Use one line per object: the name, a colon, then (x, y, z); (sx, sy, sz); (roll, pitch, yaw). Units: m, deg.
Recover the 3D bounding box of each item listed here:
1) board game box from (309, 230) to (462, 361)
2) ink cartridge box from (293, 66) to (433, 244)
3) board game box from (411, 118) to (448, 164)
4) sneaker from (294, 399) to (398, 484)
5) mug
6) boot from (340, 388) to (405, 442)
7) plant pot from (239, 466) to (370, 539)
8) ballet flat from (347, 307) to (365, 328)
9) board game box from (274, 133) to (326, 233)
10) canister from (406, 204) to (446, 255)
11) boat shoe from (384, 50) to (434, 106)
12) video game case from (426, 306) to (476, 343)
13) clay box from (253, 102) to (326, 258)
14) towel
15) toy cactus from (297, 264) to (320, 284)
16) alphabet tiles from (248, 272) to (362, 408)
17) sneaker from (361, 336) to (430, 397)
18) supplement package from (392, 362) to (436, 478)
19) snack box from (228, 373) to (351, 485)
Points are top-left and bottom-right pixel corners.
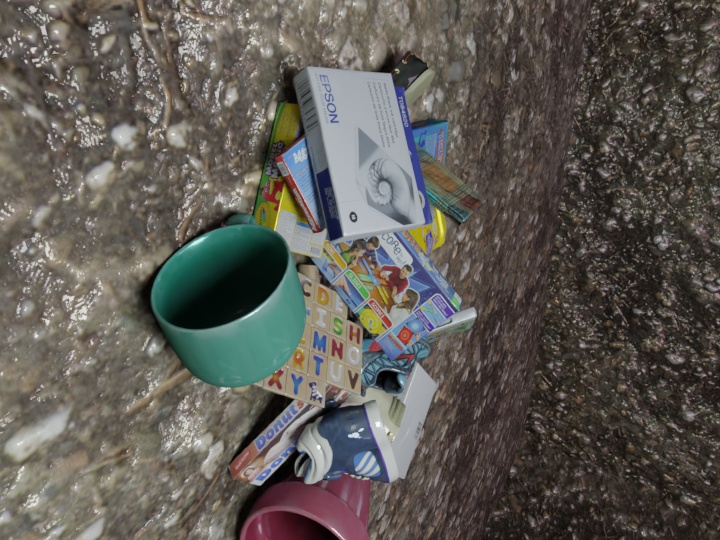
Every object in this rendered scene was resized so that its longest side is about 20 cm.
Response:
board game box: (0.032, 0.009, 0.758); (0.134, 0.202, 0.034); (-38, -179, 28)
ink cartridge box: (0.021, -0.149, 0.684); (0.196, 0.040, 0.208); (-13, 89, -41)
board game box: (0.106, -0.198, 1.019); (0.198, 0.044, 0.158); (-30, 127, -54)
sneaker: (-0.025, 0.271, 0.789); (0.141, 0.082, 0.204); (-19, 138, -4)
mug: (-0.125, 0.034, 0.585); (0.186, 0.148, 0.117); (-52, 145, -36)
boot: (-0.015, 0.247, 0.884); (0.072, 0.154, 0.200); (-45, -178, 46)
plant pot: (-0.063, 0.383, 0.838); (0.179, 0.192, 0.208); (-52, 147, -62)
ballet flat: (0.000, 0.000, 0.900); (0.062, 0.067, 0.208); (-4, 106, -28)
board game box: (-0.021, -0.150, 0.696); (0.200, 0.019, 0.105); (-48, 121, -36)
canister: (0.067, -0.080, 0.847); (0.200, 0.084, 0.154); (-42, 121, -61)
boat shoe: (0.037, -0.271, 0.850); (0.202, 0.063, 0.074); (-48, 177, -22)
video game case: (0.136, 0.124, 1.055); (0.200, 0.176, 0.023); (57, 15, -75)
clay box: (-0.076, -0.127, 0.710); (0.114, 0.046, 0.208); (12, 90, -59)
towel: (0.101, -0.153, 0.830); (0.022, 0.199, 0.146); (-55, 169, 32)
toy cactus: (-0.076, 0.078, 0.776); (0.197, 0.099, 0.172); (2, 92, -53)
alphabet tiles: (-0.068, 0.089, 0.712); (0.197, 0.007, 0.173); (29, 50, -37)
sneaker: (0.051, 0.165, 0.899); (0.195, 0.097, 0.080); (-6, 140, -39)
supplement package: (0.057, 0.287, 1.080); (0.206, 0.108, 0.156); (-66, 150, -16)
snack box: (-0.095, 0.223, 0.763); (0.200, 0.024, 0.072); (-45, 145, 1)
